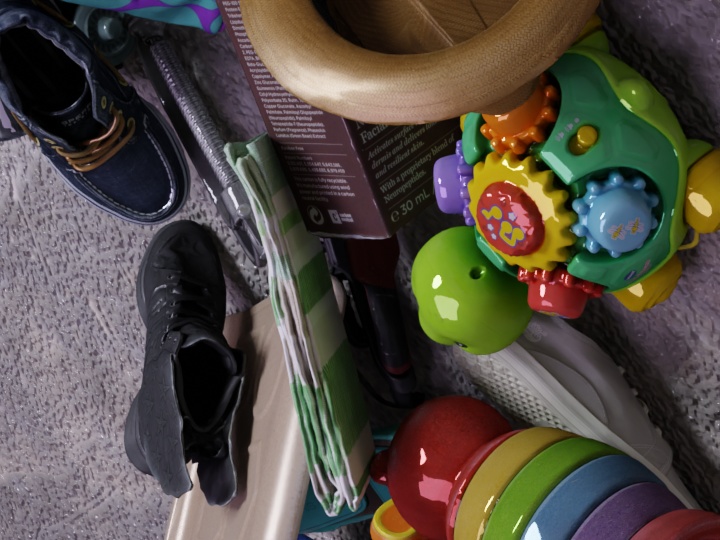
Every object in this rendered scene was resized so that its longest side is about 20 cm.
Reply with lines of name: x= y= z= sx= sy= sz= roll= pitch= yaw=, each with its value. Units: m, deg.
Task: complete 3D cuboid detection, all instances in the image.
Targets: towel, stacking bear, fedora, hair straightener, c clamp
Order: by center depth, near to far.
fedora: x=0.040 y=-0.135 z=1.158 sx=0.200 sy=0.201 sz=0.082 roll=26 pitch=162 yaw=36
stacking bear: x=0.094 y=0.132 z=1.277 sx=0.200 sy=0.121 sz=0.114 roll=30 pitch=150 yaw=39
towel: x=-0.030 y=0.024 z=1.328 sx=0.153 sy=0.023 sz=0.201 roll=-44 pitch=-61 yaw=-82
c clamp: x=-0.091 y=-0.083 z=1.418 sx=0.201 sy=0.027 sz=0.171 roll=60 pitch=175 yaw=22
hair straightener: x=0.000 y=0.000 z=1.447 sx=0.077 sy=0.041 sz=0.201 roll=30 pitch=147 yaw=50

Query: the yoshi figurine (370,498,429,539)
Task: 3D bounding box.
yoshi figurine: x=0.065 y=0.213 z=1.431 sx=0.111 sy=0.113 sz=0.201 roll=3 pitch=128 yaw=8

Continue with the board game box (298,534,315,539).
board game box: x=0.010 y=0.260 z=1.609 sx=0.152 sy=0.045 sz=0.200 roll=23 pitch=150 yaw=38

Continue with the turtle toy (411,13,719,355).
turtle toy: x=0.092 y=-0.031 z=1.223 sx=0.146 sy=0.101 sz=0.200 roll=47 pitch=141 yaw=11

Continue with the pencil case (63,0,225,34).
pencil case: x=-0.161 y=-0.183 z=1.333 sx=0.092 sy=0.199 sz=0.086 roll=-126 pitch=47 yaw=-63

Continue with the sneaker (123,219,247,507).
sneaker: x=-0.100 y=0.052 z=1.501 sx=0.060 sy=0.201 sz=0.104 roll=15 pitch=157 yaw=-22

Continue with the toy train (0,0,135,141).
toy train: x=-0.214 y=-0.173 z=1.477 sx=0.085 sy=0.114 sz=0.201 roll=0 pitch=120 yaw=51

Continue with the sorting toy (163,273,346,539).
sorting toy: x=-0.062 y=0.104 z=1.488 sx=0.036 sy=0.186 sz=0.200 roll=16 pitch=166 yaw=-19

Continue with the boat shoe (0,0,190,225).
boat shoe: x=-0.160 y=-0.085 z=1.413 sx=0.200 sy=0.071 sz=0.091 roll=50 pitch=-176 yaw=-33

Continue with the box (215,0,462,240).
box: x=-0.008 y=-0.127 z=1.275 sx=0.075 sy=0.100 sz=0.201 roll=4 pitch=123 yaw=50

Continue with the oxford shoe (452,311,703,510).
oxford shoe: x=0.134 y=0.086 z=1.331 sx=0.200 sy=0.058 sz=0.075 roll=46 pitch=155 yaw=-12

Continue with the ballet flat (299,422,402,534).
ballet flat: x=0.018 y=0.115 z=1.483 sx=0.199 sy=0.070 sz=0.067 roll=-13 pitch=121 yaw=45
